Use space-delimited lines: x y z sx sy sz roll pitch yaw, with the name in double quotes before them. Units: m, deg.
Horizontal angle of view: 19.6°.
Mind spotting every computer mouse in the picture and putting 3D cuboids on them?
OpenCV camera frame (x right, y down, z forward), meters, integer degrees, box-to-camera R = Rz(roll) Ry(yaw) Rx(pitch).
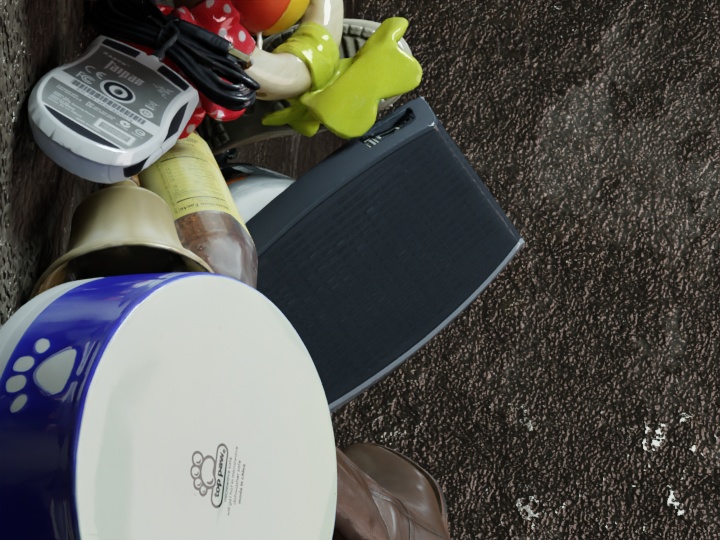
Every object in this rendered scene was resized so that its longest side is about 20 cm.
"computer mouse" -0.129 -0.092 1.124 0.044 0.109 0.200 -59 178 29

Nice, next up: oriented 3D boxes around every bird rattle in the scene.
"bird rattle" -0.071 -0.153 1.300 0.113 0.199 0.164 -24 -116 52

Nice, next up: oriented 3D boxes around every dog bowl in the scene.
"dog bowl" -0.099 0.101 1.011 0.200 0.079 0.201 11 77 -54

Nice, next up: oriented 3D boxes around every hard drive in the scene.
"hard drive" 0.000 0.000 1.307 0.135 0.200 0.042 54 -9 -15

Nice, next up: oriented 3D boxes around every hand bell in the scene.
"hand bell" -0.135 -0.052 1.161 0.104 0.104 0.201 90 -7 -48

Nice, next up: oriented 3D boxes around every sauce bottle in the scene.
"sauce bottle" -0.097 -0.012 1.246 0.200 0.066 0.066 -115 -161 -45

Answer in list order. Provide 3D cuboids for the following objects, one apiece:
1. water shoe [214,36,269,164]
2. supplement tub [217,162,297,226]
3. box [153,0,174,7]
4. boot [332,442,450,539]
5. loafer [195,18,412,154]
"water shoe" -0.096 -0.137 1.544 0.072 0.079 0.201 -80 172 -56
"supplement tub" -0.075 -0.008 1.412 0.200 0.122 0.123 -156 -111 -73
"box" -0.114 -0.182 1.394 0.200 0.038 0.042 60 33 -74
"boot" -0.022 0.115 1.237 0.200 0.064 0.186 41 3 -37
"loafer" -0.047 -0.128 1.430 0.068 0.199 0.076 -29 106 -60
